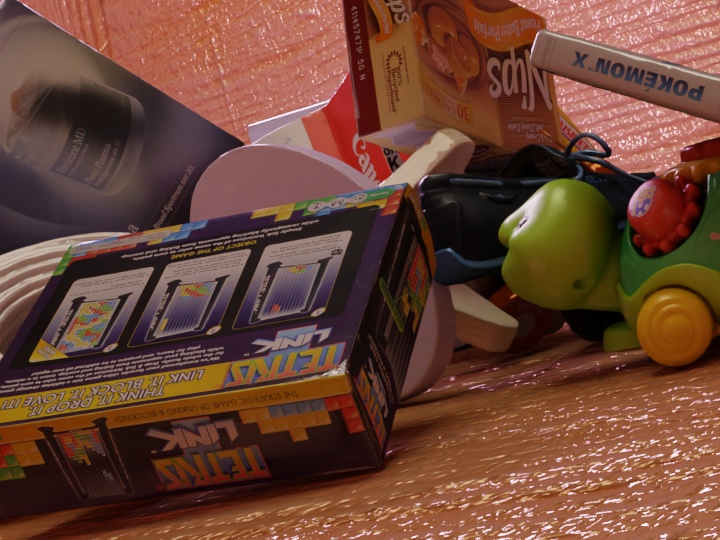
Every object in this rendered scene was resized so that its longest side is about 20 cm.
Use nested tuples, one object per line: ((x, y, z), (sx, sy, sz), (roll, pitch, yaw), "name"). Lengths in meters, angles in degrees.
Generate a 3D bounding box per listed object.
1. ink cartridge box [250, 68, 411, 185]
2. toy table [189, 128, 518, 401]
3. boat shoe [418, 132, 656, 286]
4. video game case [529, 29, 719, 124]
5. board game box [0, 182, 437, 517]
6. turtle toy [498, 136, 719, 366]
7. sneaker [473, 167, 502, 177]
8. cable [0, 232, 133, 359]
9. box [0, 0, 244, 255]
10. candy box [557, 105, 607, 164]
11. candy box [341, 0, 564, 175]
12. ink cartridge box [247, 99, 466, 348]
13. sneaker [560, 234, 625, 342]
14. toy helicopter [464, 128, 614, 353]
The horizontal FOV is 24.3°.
((-0.035, -0.038, 1.175), (0.047, 0.161, 0.200), (5, -42, -35), "ink cartridge box")
((0.000, 0.000, 1.024), (0.117, 0.200, 0.185), (-5, -44, -54), "toy table")
((0.113, -0.045, 0.972), (0.084, 0.069, 0.199), (-22, -6, 39), "boat shoe")
((0.213, -0.076, 0.848), (0.199, 0.022, 0.181), (8, 11, -46), "video game case")
((-0.073, 0.037, 0.815), (0.198, 0.057, 0.166), (-10, 32, 19), "board game box")
((0.170, -0.012, 0.858), (0.198, 0.102, 0.146), (-14, 1, 13), "turtle toy")
((0.130, -0.031, 1.150), (0.197, 0.075, 0.085), (-6, -24, -4), "sneaker")
((-0.172, 0.051, 0.958), (0.198, 0.070, 0.201), (-11, 33, -7), "cable")
((-0.217, -0.043, 1.144), (0.123, 0.197, 0.201), (-49, 13, 54), "box")
((0.109, -0.111, 1.283), (0.102, 0.200, 0.026), (-30, 18, 52), "candy box")
((0.066, -0.132, 1.123), (0.055, 0.117, 0.199), (-14, -14, 31), "candy box")
((0.011, -0.034, 1.265), (0.146, 0.202, 0.083), (-14, 1, 33), "ink cartridge box")
((0.218, -0.012, 0.997), (0.198, 0.071, 0.090), (-16, 4, 25), "sneaker")
((0.153, -0.018, 1.103), (0.198, 0.133, 0.079), (5, 25, -34), "toy helicopter")
